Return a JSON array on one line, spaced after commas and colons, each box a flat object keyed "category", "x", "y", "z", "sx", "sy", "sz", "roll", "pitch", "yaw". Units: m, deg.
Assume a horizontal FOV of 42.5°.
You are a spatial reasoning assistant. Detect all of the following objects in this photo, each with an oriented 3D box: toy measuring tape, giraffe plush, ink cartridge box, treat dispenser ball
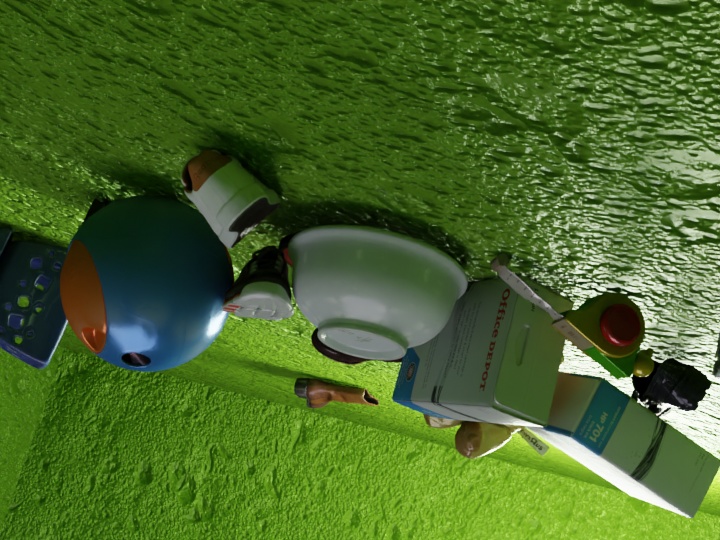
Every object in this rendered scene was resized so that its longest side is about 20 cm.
[{"category": "toy measuring tape", "x": 0.226, "y": 0.033, "z": 0.947, "sx": 0.199, "sy": 0.074, "sz": 0.074, "roll": 40, "pitch": 164, "yaw": -2}, {"category": "giraffe plush", "x": 0.201, "y": 0.168, "z": 1.310, "sx": 0.198, "sy": 0.174, "sz": 0.163, "roll": 25, "pitch": 146, "yaw": 8}, {"category": "ink cartridge box", "x": 0.326, "y": 0.215, "z": 1.172, "sx": 0.199, "sy": 0.086, "sz": 0.146, "roll": 35, "pitch": 169, "yaw": -11}, {"category": "treat dispenser ball", "x": -0.245, "y": 0.015, "z": 1.074, "sx": 0.198, "sy": 0.203, "sz": 0.201, "roll": 15, "pitch": 166, "yaw": 4}, {"category": "ink cartridge box", "x": 0.135, "y": 0.094, "z": 1.059, "sx": 0.085, "sy": 0.148, "sz": 0.199, "roll": 24, "pitch": 164, "yaw": -27}]

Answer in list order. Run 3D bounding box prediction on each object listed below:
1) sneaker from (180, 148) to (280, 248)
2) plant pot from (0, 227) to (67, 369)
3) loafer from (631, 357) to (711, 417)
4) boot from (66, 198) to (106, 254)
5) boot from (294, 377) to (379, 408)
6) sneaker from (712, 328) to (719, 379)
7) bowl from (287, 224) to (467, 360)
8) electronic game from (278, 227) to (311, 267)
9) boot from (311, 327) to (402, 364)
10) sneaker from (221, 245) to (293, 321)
[{"category": "sneaker", "x": -0.129, "y": -0.078, "z": 0.909, "sx": 0.085, "sy": 0.073, "sz": 0.200, "roll": 47, "pitch": 172, "yaw": 1}, {"category": "plant pot", "x": -0.588, "y": 0.043, "z": 1.604, "sx": 0.178, "sy": 0.202, "sz": 0.200, "roll": 26, "pitch": 164, "yaw": -18}, {"category": "loafer", "x": 0.373, "y": 0.140, "z": 1.158, "sx": 0.070, "sy": 0.068, "sz": 0.201, "roll": 36, "pitch": 173, "yaw": 7}, {"category": "boot", "x": -0.293, "y": -0.024, "z": 1.227, "sx": 0.156, "sy": 0.080, "sz": 0.211, "roll": 25, "pitch": 176, "yaw": -7}, {"category": "boot", "x": -0.047, "y": 0.316, "z": 2.359, "sx": 0.197, "sy": 0.069, "sz": 0.189, "roll": 3, "pitch": 155, "yaw": 19}, {"category": "sneaker", "x": 0.367, "y": 0.060, "z": 0.815, "sx": 0.083, "sy": 0.075, "sz": 0.200, "roll": 12, "pitch": 166, "yaw": 12}, {"category": "bowl", "x": 0.010, "y": 0.036, "z": 0.974, "sx": 0.198, "sy": 0.092, "sz": 0.202, "roll": 10, "pitch": 158, "yaw": 4}, {"category": "electronic game", "x": 0.000, "y": 0.000, "z": 1.072, "sx": 0.197, "sy": 0.042, "sz": 0.200, "roll": 15, "pitch": 166, "yaw": 4}, {"category": "boot", "x": 0.016, "y": 0.094, "z": 1.372, "sx": 0.197, "sy": 0.073, "sz": 0.167, "roll": 8, "pitch": 163, "yaw": 7}, {"category": "sneaker", "x": -0.113, "y": 0.010, "z": 1.031, "sx": 0.076, "sy": 0.083, "sz": 0.200, "roll": 8, "pitch": 174, "yaw": -10}]
